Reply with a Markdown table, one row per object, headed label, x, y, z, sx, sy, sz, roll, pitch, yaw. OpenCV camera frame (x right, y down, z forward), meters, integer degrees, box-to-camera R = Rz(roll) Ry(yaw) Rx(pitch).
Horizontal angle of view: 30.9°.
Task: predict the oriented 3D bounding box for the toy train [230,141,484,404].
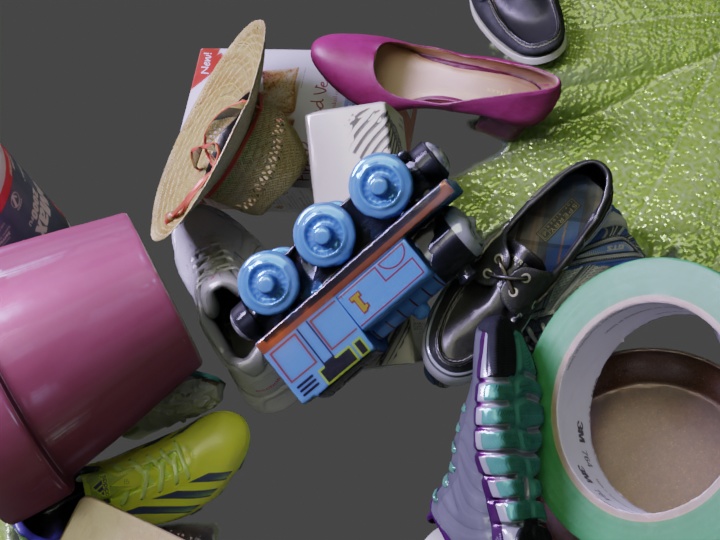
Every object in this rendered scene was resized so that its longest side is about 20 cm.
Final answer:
| label | x | y | z | sx | sy | sz | roll | pitch | yaw |
| --- | --- | --- | --- | --- | --- | --- | --- | --- | --- |
| toy train | 0.000 | 0.000 | 0.938 | 0.200 | 0.087 | 0.115 | -40 | 88 | 8 |

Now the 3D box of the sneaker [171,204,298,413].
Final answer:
| label | x | y | z | sx | sy | sz | roll | pitch | yaw |
| --- | --- | --- | --- | --- | --- | --- | --- | --- | --- |
| sneaker | -0.105 | 0.013 | 1.059 | 0.077 | 0.100 | 0.201 | -32 | 61 | -1 |

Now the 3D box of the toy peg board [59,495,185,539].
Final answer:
| label | x | y | z | sx | sy | sz | roll | pitch | yaw |
| --- | --- | --- | --- | --- | --- | --- | --- | --- | --- |
| toy peg board | -0.153 | 0.303 | 0.955 | 0.197 | 0.098 | 0.201 | 23 | 73 | 8 |

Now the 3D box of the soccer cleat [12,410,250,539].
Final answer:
| label | x | y | z | sx | sy | sz | roll | pitch | yaw |
| --- | --- | --- | --- | --- | --- | --- | --- | --- | --- |
| soccer cleat | -0.178 | 0.168 | 1.017 | 0.199 | 0.084 | 0.065 | -28 | 62 | 2 |

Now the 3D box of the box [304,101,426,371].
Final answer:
| label | x | y | z | sx | sy | sz | roll | pitch | yaw |
| --- | --- | --- | --- | --- | --- | --- | --- | --- | --- |
| box | 0.006 | -0.024 | 1.018 | 0.068 | 0.082 | 0.202 | -8 | 88 | 12 |

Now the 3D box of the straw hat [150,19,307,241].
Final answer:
| label | x | y | z | sx | sy | sz | roll | pitch | yaw |
| --- | --- | --- | --- | --- | --- | --- | --- | --- | --- |
| straw hat | -0.090 | -0.093 | 1.048 | 0.085 | 0.201 | 0.203 | 26 | 69 | -19 |

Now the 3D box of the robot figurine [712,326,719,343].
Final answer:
| label | x | y | z | sx | sy | sz | roll | pitch | yaw |
| --- | --- | --- | --- | --- | --- | --- | --- | --- | --- |
| robot figurine | 0.327 | 0.050 | 0.909 | 0.168 | 0.113 | 0.202 | -3 | 59 | -23 |

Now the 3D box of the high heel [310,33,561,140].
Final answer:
| label | x | y | z | sx | sy | sz | roll | pitch | yaw |
| --- | --- | --- | --- | --- | --- | --- | --- | --- | --- |
| high heel | 0.062 | -0.164 | 1.050 | 0.198 | 0.096 | 0.068 | 13 | 69 | -12 |

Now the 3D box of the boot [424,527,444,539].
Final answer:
| label | x | y | z | sx | sy | sz | roll | pitch | yaw |
| --- | --- | --- | --- | --- | --- | --- | --- | --- | --- |
| boot | 0.054 | 0.297 | 0.899 | 0.144 | 0.073 | 0.200 | 34 | 75 | 25 |

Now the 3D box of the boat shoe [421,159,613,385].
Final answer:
| label | x | y | z | sx | sy | sz | roll | pitch | yaw |
| --- | --- | --- | --- | --- | --- | --- | --- | --- | --- |
| boat shoe | 0.114 | -0.004 | 0.949 | 0.068 | 0.057 | 0.200 | 38 | 76 | 12 |

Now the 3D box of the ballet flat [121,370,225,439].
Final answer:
| label | x | y | z | sx | sy | sz | roll | pitch | yaw |
| --- | --- | --- | --- | --- | --- | --- | --- | --- | --- |
| ballet flat | -0.198 | 0.104 | 1.067 | 0.198 | 0.072 | 0.072 | 8 | 67 | 28 |

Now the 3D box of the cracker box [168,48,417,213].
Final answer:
| label | x | y | z | sx | sy | sz | roll | pitch | yaw |
| --- | --- | --- | --- | --- | --- | --- | --- | --- | --- |
| cracker box | -0.056 | -0.121 | 1.132 | 0.198 | 0.058 | 0.135 | 3 | 68 | 18 |

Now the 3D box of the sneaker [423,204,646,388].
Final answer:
| label | x | y | z | sx | sy | sz | roll | pitch | yaw |
| --- | --- | --- | --- | --- | --- | --- | --- | --- | --- |
| sneaker | 0.138 | 0.032 | 0.997 | 0.199 | 0.077 | 0.085 | -38 | 65 | -3 |

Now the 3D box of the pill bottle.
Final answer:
| label | x | y | z | sx | sy | sz | roll | pitch | yaw |
| --- | --- | --- | --- | --- | --- | --- | --- | --- | --- |
| pill bottle | -0.304 | -0.024 | 1.075 | 0.118 | 0.200 | 0.121 | -7 | 60 | 13 |

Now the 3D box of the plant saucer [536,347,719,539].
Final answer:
| label | x | y | z | sx | sy | sz | roll | pitch | yaw |
| --- | --- | --- | --- | --- | --- | --- | --- | --- | --- |
| plant saucer | 0.209 | 0.155 | 0.939 | 0.198 | 0.035 | 0.202 | -6 | 64 | 12 |

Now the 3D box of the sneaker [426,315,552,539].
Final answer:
| label | x | y | z | sx | sy | sz | roll | pitch | yaw |
| --- | --- | --- | --- | --- | --- | --- | --- | --- | --- |
| sneaker | 0.077 | 0.133 | 0.892 | 0.087 | 0.074 | 0.202 | -13 | 70 | 32 |

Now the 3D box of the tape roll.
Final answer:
| label | x | y | z | sx | sy | sz | roll | pitch | yaw |
| --- | --- | --- | --- | --- | --- | --- | --- | --- | --- |
| tape roll | 0.202 | 0.095 | 0.876 | 0.199 | 0.048 | 0.203 | -12 | 71 | 39 |

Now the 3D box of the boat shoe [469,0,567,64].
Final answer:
| label | x | y | z | sx | sy | sz | roll | pitch | yaw |
| --- | --- | --- | --- | --- | --- | --- | --- | --- | --- |
| boat shoe | 0.122 | -0.267 | 1.146 | 0.071 | 0.068 | 0.201 | -23 | 63 | 3 |

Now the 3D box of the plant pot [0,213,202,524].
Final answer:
| label | x | y | z | sx | sy | sz | roll | pitch | yaw |
| --- | --- | --- | --- | --- | --- | --- | --- | --- | --- |
| plant pot | -0.222 | 0.055 | 0.957 | 0.178 | 0.201 | 0.201 | -28 | 60 | -10 |
